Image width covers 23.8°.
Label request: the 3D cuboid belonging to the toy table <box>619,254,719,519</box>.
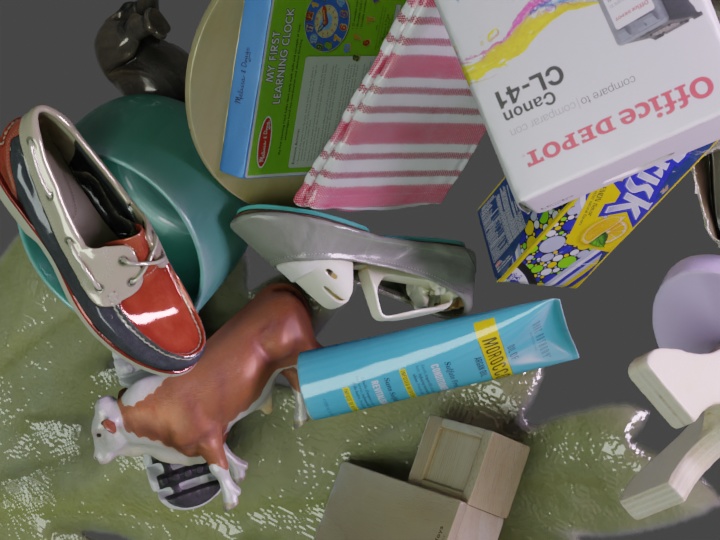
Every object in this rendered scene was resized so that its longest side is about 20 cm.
[{"bbox_3d":[0.260,0.097,1.131,0.200,0.117,0.184,39,137,-3],"label":"toy table"}]

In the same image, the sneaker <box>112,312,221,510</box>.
[{"bbox_3d":[-0.160,0.087,1.346,0.074,0.081,0.202,-9,91,-18],"label":"sneaker"}]

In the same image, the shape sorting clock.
[{"bbox_3d":[-0.032,-0.136,1.164,0.039,0.199,0.202,31,122,44],"label":"shape sorting clock"}]

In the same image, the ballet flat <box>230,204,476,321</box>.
[{"bbox_3d":[0.000,0.000,1.192,0.067,0.199,0.064,-19,66,53],"label":"ballet flat"}]

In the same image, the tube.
[{"bbox_3d":[0.055,0.063,1.238,0.198,0.051,0.078,-14,147,10],"label":"tube"}]

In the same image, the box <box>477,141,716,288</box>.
[{"bbox_3d":[0.158,-0.070,1.122,0.200,0.070,0.065,-51,44,45],"label":"box"}]

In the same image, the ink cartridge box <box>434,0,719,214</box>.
[{"bbox_3d":[0.123,-0.154,0.993,0.147,0.086,0.202,-23,82,11],"label":"ink cartridge box"}]

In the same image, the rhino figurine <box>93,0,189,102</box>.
[{"bbox_3d":[-0.126,-0.115,1.265,0.087,0.060,0.201,-26,99,44],"label":"rhino figurine"}]

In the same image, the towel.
[{"bbox_3d":[0.046,-0.123,1.152,0.030,0.146,0.201,46,120,28],"label":"towel"}]

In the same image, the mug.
[{"bbox_3d":[-0.156,-0.037,1.221,0.152,0.115,0.185,36,133,0],"label":"mug"}]

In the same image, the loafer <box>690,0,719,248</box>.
[{"bbox_3d":[0.247,-0.099,1.119,0.075,0.068,0.202,-9,105,24],"label":"loafer"}]

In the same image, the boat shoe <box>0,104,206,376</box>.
[{"bbox_3d":[-0.164,-0.018,1.116,0.062,0.071,0.201,-31,99,44],"label":"boat shoe"}]

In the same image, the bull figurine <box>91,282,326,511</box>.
[{"bbox_3d":[-0.105,0.099,1.286,0.200,0.065,0.122,-39,105,-8],"label":"bull figurine"}]

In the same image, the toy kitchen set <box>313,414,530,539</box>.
[{"bbox_3d":[0.080,0.230,1.313,0.163,0.180,0.202,9,77,56],"label":"toy kitchen set"}]
